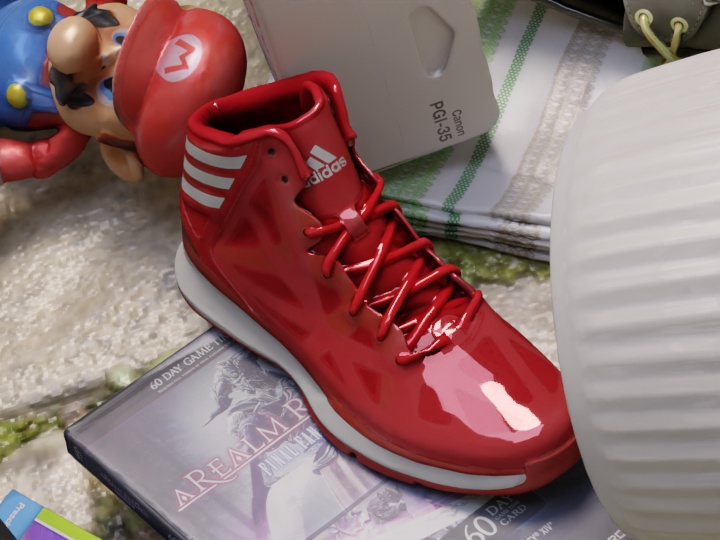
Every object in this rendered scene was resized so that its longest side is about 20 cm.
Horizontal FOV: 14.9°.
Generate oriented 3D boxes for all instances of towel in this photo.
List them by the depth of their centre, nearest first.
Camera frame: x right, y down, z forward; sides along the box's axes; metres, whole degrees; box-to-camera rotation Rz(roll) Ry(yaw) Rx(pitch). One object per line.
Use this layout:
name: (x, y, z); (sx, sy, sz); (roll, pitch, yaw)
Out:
towel: (0.057, -0.078, 1.164); (0.200, 0.031, 0.149); (11, 61, 22)

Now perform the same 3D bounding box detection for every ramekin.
ramekin: (0.142, 0.014, 0.982); (0.105, 0.200, 0.200); (-7, 54, 23)

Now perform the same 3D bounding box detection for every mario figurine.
mario figurine: (-0.135, -0.094, 1.158); (0.200, 0.124, 0.106); (10, 28, 38)

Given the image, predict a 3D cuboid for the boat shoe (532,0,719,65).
boat shoe: (0.122, -0.116, 1.123); (0.202, 0.072, 0.060); (29, 77, 26)

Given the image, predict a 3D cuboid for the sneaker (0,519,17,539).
sneaker: (-0.145, 0.122, 0.978); (0.075, 0.106, 0.200); (-37, 57, -11)

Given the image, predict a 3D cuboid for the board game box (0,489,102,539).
board game box: (-0.133, 0.195, 1.020); (0.134, 0.045, 0.200); (25, 66, 28)

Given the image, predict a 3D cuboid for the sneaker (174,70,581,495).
sneaker: (0.000, 0.000, 1.044); (0.200, 0.116, 0.078); (28, 54, 28)

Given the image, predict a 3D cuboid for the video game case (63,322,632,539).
video game case: (0.003, 0.081, 1.059); (0.143, 0.019, 0.200); (-35, 54, -26)

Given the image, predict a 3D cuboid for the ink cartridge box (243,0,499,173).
ink cartridge box: (-0.021, -0.157, 1.133); (0.083, 0.147, 0.200); (-20, 53, -1)
